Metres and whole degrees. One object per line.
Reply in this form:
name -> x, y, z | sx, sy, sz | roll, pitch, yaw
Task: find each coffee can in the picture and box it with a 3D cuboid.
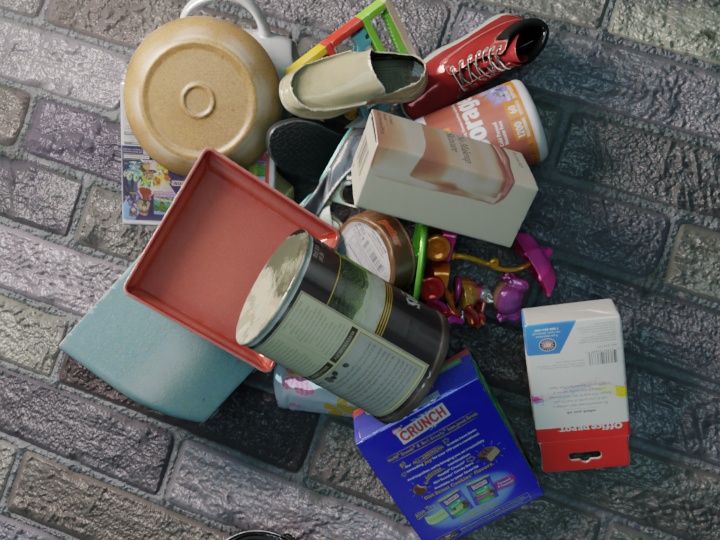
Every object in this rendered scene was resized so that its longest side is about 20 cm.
coffee can -> -0.020, 0.066, 0.924 | 0.200, 0.146, 0.147 | 31, 91, -20

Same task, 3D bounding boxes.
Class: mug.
mug -> -0.173, -0.275, 1.085 | 0.174, 0.148, 0.201 | -7, 127, 5

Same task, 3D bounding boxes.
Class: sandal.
sandal -> -0.047, -0.165, 1.069 | 0.048, 0.200, 0.076 | 44, 122, 39

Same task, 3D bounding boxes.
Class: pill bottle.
pill bottle -> 0.133, -0.162, 1.059 | 0.199, 0.112, 0.113 | -21, 82, 7

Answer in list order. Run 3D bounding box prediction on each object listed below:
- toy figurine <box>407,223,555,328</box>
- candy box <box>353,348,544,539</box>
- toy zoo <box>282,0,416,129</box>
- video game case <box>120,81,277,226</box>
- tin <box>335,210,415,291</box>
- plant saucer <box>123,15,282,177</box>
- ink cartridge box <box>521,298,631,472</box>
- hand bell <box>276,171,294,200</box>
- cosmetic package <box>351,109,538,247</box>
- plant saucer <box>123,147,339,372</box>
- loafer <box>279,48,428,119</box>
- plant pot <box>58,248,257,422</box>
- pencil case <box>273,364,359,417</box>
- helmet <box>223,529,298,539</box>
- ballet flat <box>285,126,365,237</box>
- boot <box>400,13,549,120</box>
toy figurine -> 0.156, 0.016, 1.045 | 0.183, 0.150, 0.201 | 7, 110, 0
candy box -> 0.109, 0.226, 1.007 | 0.169, 0.077, 0.200 | -29, 114, 6
toy zoo -> -0.016, -0.251, 1.076 | 0.200, 0.131, 0.020 | -39, 39, -7
video game case -> -0.207, -0.145, 1.042 | 0.199, 0.023, 0.183 | 3, 104, -1
tin -> 0.000, 0.000, 1.038 | 0.042, 0.200, 0.112 | -17, 70, -33
plant saucer -> -0.197, -0.209, 0.996 | 0.199, 0.035, 0.201 | 0, 104, 0
ink cartridge box -> 0.270, 0.145, 1.015 | 0.116, 0.067, 0.201 | -7, 106, 9
hand bell -> -0.077, -0.074, 1.113 | 0.200, 0.104, 0.104 | 33, 91, -1
cosmetic package -> 0.096, -0.110, 0.963 | 0.199, 0.104, 0.088 | 14, 121, -14
plant saucer -> -0.151, -0.011, 0.970 | 0.200, 0.037, 0.200 | 33, 73, -20
loafer -> -0.004, -0.240, 1.008 | 0.199, 0.068, 0.076 | -14, 82, -18
plant pot -> -0.228, 0.082, 1.068 | 0.200, 0.196, 0.196 | 42, 93, -3
pencil case -> -0.016, 0.149, 1.075 | 0.199, 0.083, 0.091 | 7, 48, 11
helmet -> -0.142, 0.434, 1.018 | 0.199, 0.191, 0.201 | 6, 51, -8
ballet flat -> -0.037, -0.089, 1.041 | 0.073, 0.073, 0.200 | 38, 98, 10
boot -> 0.143, -0.259, 1.045 | 0.200, 0.144, 0.072 | -37, 111, 5
